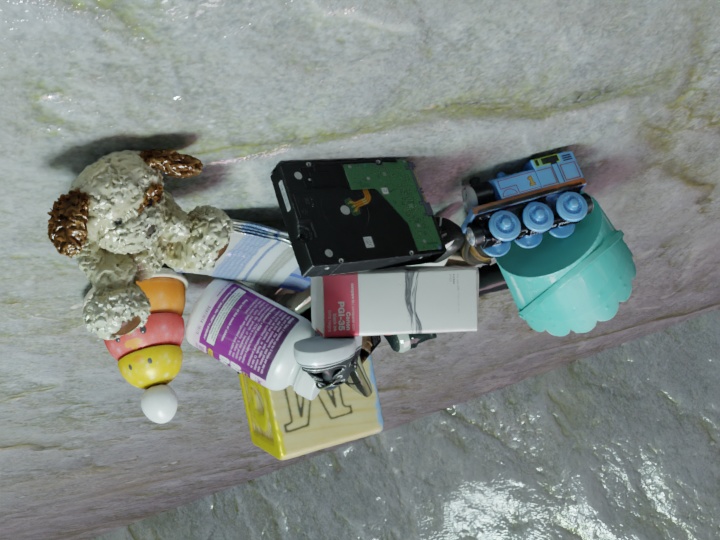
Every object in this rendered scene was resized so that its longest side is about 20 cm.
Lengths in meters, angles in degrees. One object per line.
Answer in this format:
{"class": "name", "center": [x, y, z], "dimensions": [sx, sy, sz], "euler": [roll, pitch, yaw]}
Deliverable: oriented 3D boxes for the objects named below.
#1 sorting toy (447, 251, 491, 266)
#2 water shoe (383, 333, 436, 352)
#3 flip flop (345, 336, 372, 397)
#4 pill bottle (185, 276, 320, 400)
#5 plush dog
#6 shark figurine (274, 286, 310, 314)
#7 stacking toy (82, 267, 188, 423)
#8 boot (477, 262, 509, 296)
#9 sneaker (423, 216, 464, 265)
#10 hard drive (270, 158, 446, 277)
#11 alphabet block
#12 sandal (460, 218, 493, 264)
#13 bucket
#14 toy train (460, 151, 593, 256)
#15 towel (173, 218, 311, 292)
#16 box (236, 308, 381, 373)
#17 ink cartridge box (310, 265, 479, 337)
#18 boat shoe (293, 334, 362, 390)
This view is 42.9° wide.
{"class": "sorting toy", "center": [0.105, 0.003, 1.610], "dimensions": [0.199, 0.037, 0.185], "euler": [-26, 161, 33]}
{"class": "water shoe", "center": [0.072, 0.077, 1.479], "dimensions": [0.078, 0.072, 0.200], "euler": [-14, -158, -5]}
{"class": "flip flop", "center": [-0.016, 0.095, 1.310], "dimensions": [0.057, 0.201, 0.081], "euler": [-28, -157, -26]}
{"class": "pill bottle", "center": [-0.135, 0.099, 1.282], "dimensions": [0.113, 0.199, 0.112], "euler": [-59, 170, -18]}
{"class": "plush dog", "center": [-0.249, -0.056, 0.969], "dimensions": [0.200, 0.160, 0.172], "euler": [-41, 158, -29]}
{"class": "shark figurine", "center": [-0.114, 0.033, 1.410], "dimensions": [0.214, 0.090, 0.128], "euler": [-31, 126, 10]}
{"class": "stacking toy", "center": [-0.284, 0.108, 1.242], "dimensions": [0.145, 0.201, 0.146], "euler": [-18, 162, -6]}
{"class": "boot", "center": [0.218, 0.021, 1.550], "dimensions": [0.199, 0.066, 0.165], "euler": [-12, -175, 0]}
{"class": "sneaker", "center": [0.108, -0.020, 1.445], "dimensions": [0.080, 0.074, 0.200], "euler": [28, 148, -20]}
{"class": "hard drive", "center": [-0.001, -0.068, 1.123], "dimensions": [0.199, 0.140, 0.038], "euler": [-8, 159, -33]}
{"class": "alphabet block", "center": [-0.097, 0.210, 1.651], "dimensions": [0.199, 0.198, 0.195], "euler": [-12, -178, -23]}
{"class": "sandal", "center": [0.207, -0.052, 1.480], "dimensions": [0.082, 0.055, 0.200], "euler": [-42, 161, -12]}
{"class": "bucket", "center": [0.312, -0.017, 1.416], "dimensions": [0.206, 0.208, 0.135], "euler": [-25, 130, 18]}
{"class": "toy train", "center": [0.236, -0.096, 1.320], "dimensions": [0.199, 0.115, 0.087], "euler": [-16, 161, -12]}
{"class": "towel", "center": [-0.140, -0.016, 1.226], "dimensions": [0.199, 0.024, 0.147], "euler": [12, 149, -25]}
{"class": "box", "center": [-0.084, 0.104, 1.450], "dimensions": [0.199, 0.079, 0.141], "euler": [-3, -167, 20]}
{"class": "ink cartridge box", "center": [0.041, 0.037, 1.185], "dimensions": [0.199, 0.083, 0.146], "euler": [-1, -178, -9]}
{"class": "boat shoe", "center": [-0.038, 0.115, 1.135], "dimensions": [0.069, 0.067, 0.200], "euler": [0, -178, 7]}
